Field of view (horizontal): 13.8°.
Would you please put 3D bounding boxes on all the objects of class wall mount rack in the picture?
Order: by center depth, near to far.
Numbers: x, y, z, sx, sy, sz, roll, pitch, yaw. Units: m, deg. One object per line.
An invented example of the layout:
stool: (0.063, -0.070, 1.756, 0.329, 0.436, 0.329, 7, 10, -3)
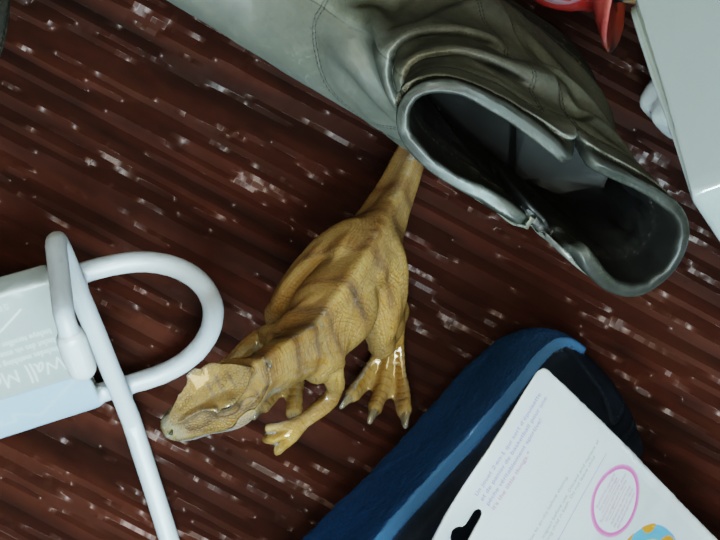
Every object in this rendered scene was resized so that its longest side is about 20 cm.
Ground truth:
wall mount rack: (-0.131, 0.076, 1.000, 0.199, 0.075, 0.174, -16, 133, 2)

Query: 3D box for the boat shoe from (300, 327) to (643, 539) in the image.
boat shoe: (0.018, 0.111, 0.996, 0.200, 0.084, 0.069, -45, 106, 3)

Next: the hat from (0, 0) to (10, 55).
hat: (-0.169, -0.082, 0.970, 0.081, 0.200, 0.202, 21, 97, -47)

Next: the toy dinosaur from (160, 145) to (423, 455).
toy dinosaur: (0.000, 0.000, 0.987, 0.060, 0.107, 0.200, 22, 50, 9)

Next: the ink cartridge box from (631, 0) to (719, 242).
ink cartridge box: (0.204, -0.056, 0.926, 0.199, 0.146, 0.083, -22, 56, 14)

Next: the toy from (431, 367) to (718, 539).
toy: (0.068, 0.124, 0.971, 0.200, 0.047, 0.116, 43, 73, -39)

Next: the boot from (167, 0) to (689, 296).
boot: (0.010, -0.071, 0.902, 0.199, 0.131, 0.068, 28, 103, -18)

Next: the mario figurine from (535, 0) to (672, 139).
mario figurine: (0.149, -0.098, 0.968, 0.198, 0.106, 0.124, -1, 97, -2)
